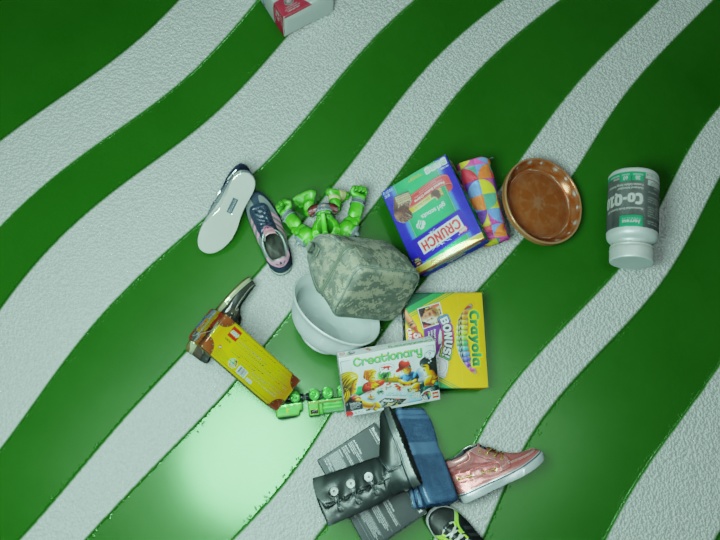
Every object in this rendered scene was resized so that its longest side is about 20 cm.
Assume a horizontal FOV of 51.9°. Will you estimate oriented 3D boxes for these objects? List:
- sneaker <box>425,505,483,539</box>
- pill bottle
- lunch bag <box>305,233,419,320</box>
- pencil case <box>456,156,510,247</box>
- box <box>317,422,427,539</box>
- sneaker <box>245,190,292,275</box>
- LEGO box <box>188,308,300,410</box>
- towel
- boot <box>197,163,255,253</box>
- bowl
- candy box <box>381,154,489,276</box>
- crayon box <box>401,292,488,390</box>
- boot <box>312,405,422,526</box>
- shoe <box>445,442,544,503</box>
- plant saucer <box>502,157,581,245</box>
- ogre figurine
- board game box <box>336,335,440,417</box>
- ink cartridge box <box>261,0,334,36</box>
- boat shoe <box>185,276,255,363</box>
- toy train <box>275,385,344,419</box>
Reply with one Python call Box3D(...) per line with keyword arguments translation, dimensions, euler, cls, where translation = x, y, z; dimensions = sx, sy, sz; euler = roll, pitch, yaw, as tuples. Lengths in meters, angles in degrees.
Box3D(translation=(0.214, 0.539, 1.455), dimensions=(0.199, 0.083, 0.072), euler=(42, 76, 8), cls="sneaker")
Box3D(translation=(0.600, -0.114, 1.631), dimensions=(0.111, 0.113, 0.204), euler=(7, 75, -1), cls="pill bottle")
Box3D(translation=(0.000, 0.000, 1.512), dimensions=(0.197, 0.141, 0.168), euler=(6, 35, -41), cls="lunch bag")
Box3D(translation=(0.271, -0.152, 1.638), dimensions=(0.087, 0.088, 0.204), euler=(-9, 77, -6), cls="pencil case")
Box3D(translation=(0.021, 0.430, 1.475), dimensions=(0.140, 0.079, 0.202), euler=(-30, 78, -8), cls="box")
Box3D(translation=(-0.198, -0.092, 1.594), dimensions=(0.069, 0.082, 0.203), euler=(-25, 78, -8), cls="sneaker")
Box3D(translation=(-0.230, 0.173, 1.454), dimensions=(0.200, 0.148, 0.077), euler=(45, 76, -18), cls="LEGO box")
Box3D(translation=(0.121, 0.372, 1.473), dimensions=(0.110, 0.048, 0.203), euler=(12, 48, -43), cls="towel")
Box3D(translation=(-0.291, -0.135, 1.613), dimensions=(0.072, 0.091, 0.201), euler=(30, 101, -22), cls="boot")
Box3D(translation=(-0.065, 0.107, 1.527), dimensions=(0.198, 0.091, 0.203), euler=(23, 33, -16), cls="bowl")
Box3D(translation=(0.161, -0.115, 1.594), dimensions=(0.167, 0.077, 0.203), euler=(-28, 77, 18), cls="candy box")
Box3D(translation=(0.176, 0.150, 1.566), dimensions=(0.169, 0.058, 0.204), euler=(-1, 76, -4), cls="crayon box")
Box3D(translation=(0.000, 0.374, 1.416), dimensions=(0.197, 0.066, 0.167), euler=(-26, 60, 8), cls="boot")
Box3D(translation=(0.271, 0.387, 1.503), dimensions=(0.197, 0.072, 0.092), euler=(-25, 84, -5), cls="shoe")
Box3D(translation=(0.402, -0.152, 1.651), dimensions=(0.196, 0.032, 0.204), euler=(6, 72, -18), cls="plant saucer")
Box3D(translation=(-0.080, -0.115, 1.602), dimensions=(0.196, 0.098, 0.122), euler=(0, 63, -15), cls="ogre figurine")
Box3D(translation=(0.057, 0.210, 1.472), dimensions=(0.196, 0.035, 0.129), euler=(-10, 107, -7), cls="board game box")
Box3D(translation=(-0.171, -0.681, 1.748), dimensions=(0.146, 0.086, 0.202), euler=(-31, 81, -10), cls="ink cartridge box")
Box3D(translation=(-0.281, 0.105, 1.550), dimensions=(0.066, 0.072, 0.202), euler=(40, 77, -3), cls="boat shoe")
Box3D(translation=(-0.085, 0.272, 1.531), dimensions=(0.196, 0.042, 0.058), euler=(-6, 85, -5), cls="toy train")
